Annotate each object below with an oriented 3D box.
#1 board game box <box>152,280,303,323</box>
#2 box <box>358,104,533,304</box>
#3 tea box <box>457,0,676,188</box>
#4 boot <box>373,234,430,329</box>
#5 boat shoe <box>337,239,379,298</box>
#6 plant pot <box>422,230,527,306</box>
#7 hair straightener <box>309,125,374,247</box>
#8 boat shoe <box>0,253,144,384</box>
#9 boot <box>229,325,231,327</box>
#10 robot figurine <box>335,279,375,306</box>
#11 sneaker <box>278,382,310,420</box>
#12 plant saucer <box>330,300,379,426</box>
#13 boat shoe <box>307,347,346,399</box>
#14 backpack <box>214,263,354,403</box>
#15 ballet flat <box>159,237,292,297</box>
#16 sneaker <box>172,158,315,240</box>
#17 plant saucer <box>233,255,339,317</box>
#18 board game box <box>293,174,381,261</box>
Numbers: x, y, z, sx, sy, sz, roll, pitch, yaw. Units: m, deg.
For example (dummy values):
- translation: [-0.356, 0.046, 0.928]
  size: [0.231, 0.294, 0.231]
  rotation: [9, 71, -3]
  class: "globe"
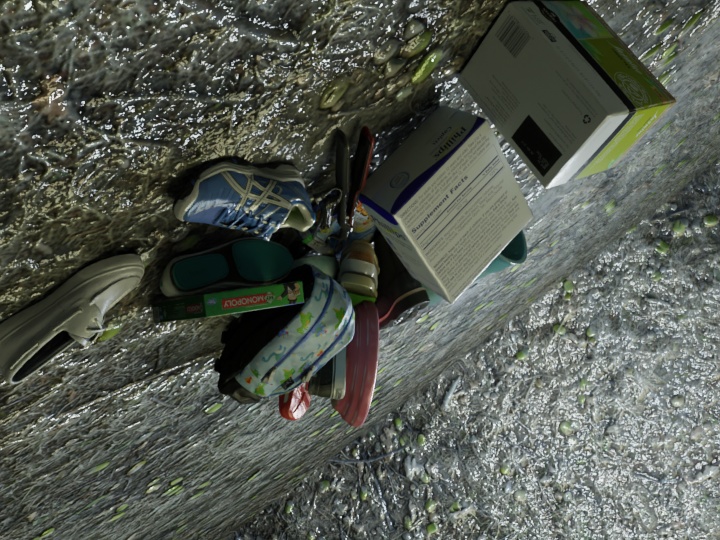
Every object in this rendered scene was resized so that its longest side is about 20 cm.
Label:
- translation: [-0.177, 0.042, 0.975]
  size: [0.132, 0.030, 0.198]
  rotation: [-7, 178, -33]
  class: "board game box"
- translation: [0.122, -0.093, 1.065]
  size: [0.184, 0.105, 0.201]
  rotation: [-45, 130, -8]
  class: "box"
- translation: [0.275, -0.241, 1.003]
  size: [0.194, 0.202, 0.134]
  rotation: [-19, 156, -43]
  class: "tea box"
- translation: [0.046, 0.018, 1.263]
  size: [0.076, 0.141, 0.200]
  rotation: [-15, 167, -27]
  class: "boot"
- translation: [0.000, 0.000, 1.181]
  size: [0.073, 0.070, 0.200]
  rotation: [12, 173, -5]
  class: "boat shoe"
- translation: [0.153, -0.049, 1.303]
  size: [0.195, 0.203, 0.198]
  rotation: [-36, 164, 30]
  class: "plant pot"
- translation: [-0.036, -0.103, 1.001]
  size: [0.075, 0.041, 0.202]
  rotation: [-11, 145, -23]
  class: "hair straightener"
- translation: [-0.329, 0.056, 0.859]
  size: [0.197, 0.069, 0.072]
  rotation: [-31, 162, -13]
  class: "boat shoe"
- translation: [-0.119, 0.137, 1.298]
  size: [0.200, 0.163, 0.074]
  rotation: [32, 69, -65]
  class: "boot"
- translation: [-0.018, 0.069, 1.378]
  size: [0.197, 0.117, 0.177]
  rotation: [-25, 158, -30]
  class: "robot figurine"
- translation: [-0.153, 0.208, 1.409]
  size: [0.113, 0.080, 0.201]
  rotation: [-10, -152, 13]
  class: "sneaker"
- translation: [-0.014, 0.149, 1.225]
  size: [0.049, 0.205, 0.202]
  rotation: [7, 150, -10]
  class: "plant saucer"
- translation: [-0.056, 0.106, 1.161]
  size: [0.062, 0.203, 0.072]
  rotation: [5, 133, -8]
  class: "boat shoe"
- translation: [-0.101, 0.084, 1.073]
  size: [0.202, 0.151, 0.164]
  rotation: [-56, -163, 24]
  class: "backpack"
- translation: [-0.183, -0.001, 1.011]
  size: [0.197, 0.070, 0.070]
  rotation: [-12, 152, -42]
  class: "ballet flat"
- translation: [-0.128, -0.079, 0.876]
  size: [0.198, 0.078, 0.076]
  rotation: [-13, 154, -46]
  class: "sneaker"
- translation: [-0.118, 0.042, 1.197]
  size: [0.197, 0.039, 0.202]
  rotation: [-21, 162, -7]
  class: "plant saucer"
- translation: [-0.014, -0.077, 1.154]
  size: [0.134, 0.035, 0.200]
  rotation: [-38, 162, 7]
  class: "board game box"
